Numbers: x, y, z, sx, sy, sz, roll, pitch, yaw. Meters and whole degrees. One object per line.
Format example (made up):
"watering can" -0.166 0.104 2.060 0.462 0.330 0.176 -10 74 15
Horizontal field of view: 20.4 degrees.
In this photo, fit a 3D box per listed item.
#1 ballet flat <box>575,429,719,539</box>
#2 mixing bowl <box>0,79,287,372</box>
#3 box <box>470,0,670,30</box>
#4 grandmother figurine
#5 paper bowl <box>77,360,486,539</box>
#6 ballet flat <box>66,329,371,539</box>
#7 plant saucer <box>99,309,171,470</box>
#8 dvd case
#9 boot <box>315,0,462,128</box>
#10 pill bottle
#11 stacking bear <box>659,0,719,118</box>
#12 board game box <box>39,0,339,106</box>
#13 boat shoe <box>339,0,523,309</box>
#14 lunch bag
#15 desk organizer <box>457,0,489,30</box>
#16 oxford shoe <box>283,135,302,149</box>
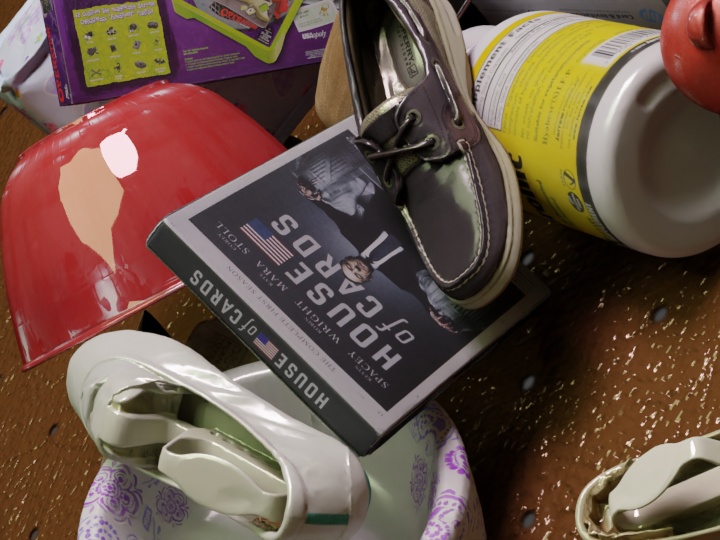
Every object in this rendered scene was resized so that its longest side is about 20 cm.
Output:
"ballet flat" 0.177 0.086 0.871 0.200 0.069 0.070 -28 40 36
"mixing bowl" -0.123 -0.037 1.116 0.200 0.109 0.200 -28 3 2
"box" 0.172 -0.209 1.143 0.200 0.041 0.156 8 65 39
"grandmother figurine" -0.072 0.048 1.171 0.121 0.060 0.200 -55 -2 -8
"paper bowl" -0.034 0.147 1.012 0.200 0.105 0.201 -10 41 9
"ballet flat" -0.085 0.079 0.967 0.200 0.069 0.070 23 78 33
"plant saucer" -0.141 0.125 1.213 0.200 0.034 0.201 -166 90 -82
"dvd case" 0.000 0.000 1.027 0.025 0.150 0.200 -52 -10 33
"boot" 0.021 -0.169 1.155 0.075 0.074 0.201 14 90 42
"pill bottle" 0.117 -0.079 1.067 0.111 0.111 0.200 -57 31 -5
"stacking bear" 0.200 -0.152 0.956 0.113 0.122 0.200 3 45 27
"board game box" -0.090 -0.170 1.173 0.032 0.199 0.120 10 109 63
"boat shoe" 0.028 -0.071 1.033 0.072 0.065 0.201 -37 52 35
"lunch bag" -0.111 -0.145 1.246 0.200 0.169 0.127 -53 24 -4
"desk organizer" 0.064 -0.166 1.244 0.200 0.072 0.077 -58 21 -6
"oxford shoe" -0.047 -0.017 1.258 0.071 0.072 0.200 -41 34 19
